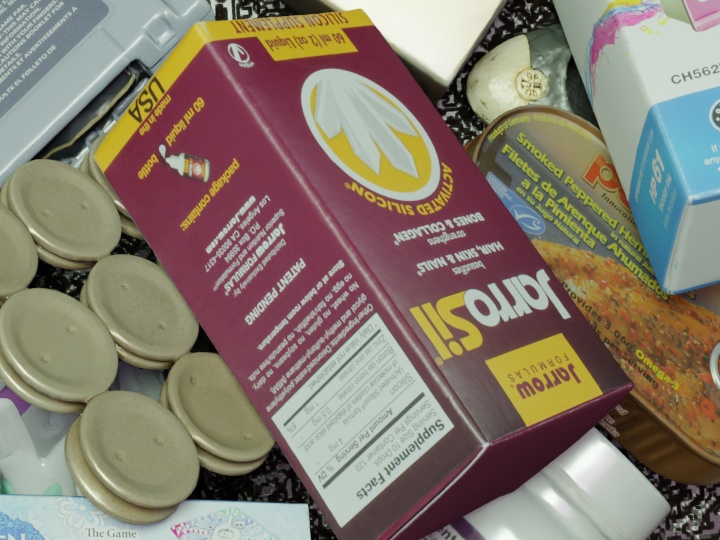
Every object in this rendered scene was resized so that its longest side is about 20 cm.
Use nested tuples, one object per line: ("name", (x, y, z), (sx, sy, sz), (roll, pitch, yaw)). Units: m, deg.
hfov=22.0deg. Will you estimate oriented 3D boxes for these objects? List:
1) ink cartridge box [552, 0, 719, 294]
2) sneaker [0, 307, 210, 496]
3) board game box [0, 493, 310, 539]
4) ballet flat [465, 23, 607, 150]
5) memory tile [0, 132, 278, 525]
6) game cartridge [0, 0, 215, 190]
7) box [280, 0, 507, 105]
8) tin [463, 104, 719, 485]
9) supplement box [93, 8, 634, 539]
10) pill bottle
("ink cartridge box", (0.169, -0.109, 0.798), (0.143, 0.085, 0.201), (-14, 61, -5))
("sneaker", (-0.118, 0.024, 0.773), (0.140, 0.078, 0.201), (-38, 131, -11))
("board game box", (-0.142, 0.141, 0.745), (0.197, 0.200, 0.044), (5, 63, -21))
("ballet flat", (0.148, -0.084, 0.852), (0.198, 0.057, 0.067), (2, 89, -2))
("memory tile", (-0.075, 0.010, 0.742), (0.153, 0.200, 0.017), (49, 125, 9))
("game cartridge", (-0.170, -0.078, 0.817), (0.200, 0.041, 0.133), (-44, 57, -2))
("box", (-0.024, -0.164, 0.830), (0.199, 0.095, 0.078), (34, 89, 0))
("tin", (0.117, 0.012, 0.823), (0.200, 0.042, 0.112), (41, 53, -13))
("supplement box", (0.000, 0.000, 0.736), (0.086, 0.110, 0.201), (-46, 71, 35))
("pill bottle", (0.040, 0.149, 0.819), (0.112, 0.112, 0.200), (44, 88, -1))
